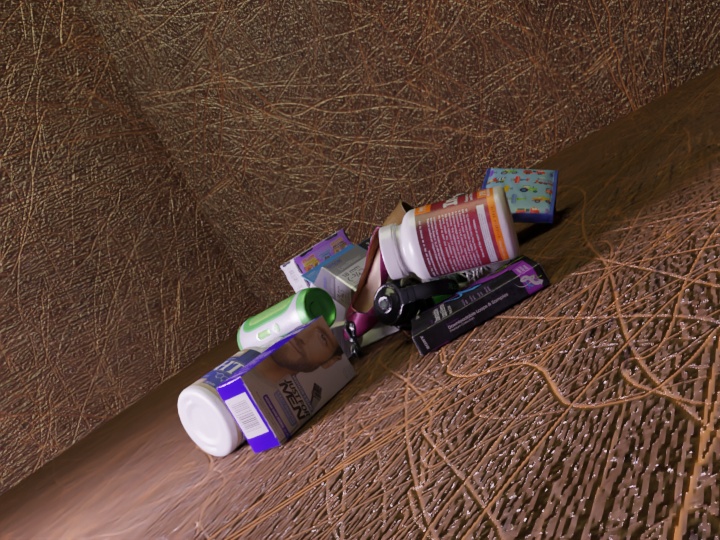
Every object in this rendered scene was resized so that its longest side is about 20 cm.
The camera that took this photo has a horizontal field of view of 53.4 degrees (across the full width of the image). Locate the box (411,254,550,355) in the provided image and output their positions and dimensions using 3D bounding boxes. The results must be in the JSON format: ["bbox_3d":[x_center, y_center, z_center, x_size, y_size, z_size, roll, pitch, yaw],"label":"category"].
[{"bbox_3d":[0.164,0.045,1.025,0.199,0.036,0.143,-32,3,6],"label":"box"}]

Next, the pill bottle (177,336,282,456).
[{"bbox_3d":[-0.180,0.192,1.145,0.119,0.120,0.200,-27,6,43],"label":"pill bottle"}]

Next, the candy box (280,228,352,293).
[{"bbox_3d":[-0.063,0.031,1.671,0.167,0.201,0.071,-33,4,-36],"label":"candy box"}]

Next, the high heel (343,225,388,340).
[{"bbox_3d":[0.008,0.020,1.197,0.067,0.096,0.201,27,89,40],"label":"high heel"}]

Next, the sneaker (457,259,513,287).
[{"bbox_3d":[0.203,-0.006,1.215,0.071,0.073,0.200,-41,-2,-18],"label":"sneaker"}]

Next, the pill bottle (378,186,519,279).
[{"bbox_3d":[0.134,-0.051,1.097,0.199,0.114,0.113,-14,8,14],"label":"pill bottle"}]

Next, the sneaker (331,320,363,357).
[{"bbox_3d":[-0.083,0.136,1.312,0.200,0.075,0.105,-33,20,15],"label":"sneaker"}]

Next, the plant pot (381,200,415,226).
[{"bbox_3d":[0.079,-0.012,1.511,0.200,0.187,0.186,-43,1,14],"label":"plant pot"}]

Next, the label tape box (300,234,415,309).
[{"bbox_3d":[0.000,0.000,1.350,0.144,0.064,0.199,-33,49,-32],"label":"label tape box"}]

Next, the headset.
[{"bbox_3d":[0.066,0.072,1.145,0.199,0.095,0.123,-19,-17,19],"label":"headset"}]

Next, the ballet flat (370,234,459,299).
[{"bbox_3d":[0.078,-0.002,1.252,0.199,0.075,0.074,27,45,35],"label":"ballet flat"}]

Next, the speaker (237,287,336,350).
[{"bbox_3d":[-0.131,0.096,1.252,0.199,0.089,0.088,-28,5,42],"label":"speaker"}]

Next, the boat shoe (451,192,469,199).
[{"bbox_3d":[0.162,-0.048,1.322,0.063,0.072,0.201,-29,-41,-83],"label":"boat shoe"}]

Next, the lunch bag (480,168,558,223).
[{"bbox_3d":[0.317,-0.138,1.444,0.149,0.095,0.200,4,23,17],"label":"lunch bag"}]

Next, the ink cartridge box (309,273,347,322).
[{"bbox_3d":[-0.074,0.079,1.497,0.083,0.146,0.200,13,3,-3],"label":"ink cartridge box"}]

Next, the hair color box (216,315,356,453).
[{"bbox_3d":[-0.101,0.160,1.037,0.065,0.110,0.200,-27,6,37],"label":"hair color box"}]

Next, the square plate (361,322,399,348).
[{"bbox_3d":[0.039,0.097,1.368,0.197,0.029,0.200,-29,5,35],"label":"square plate"}]
